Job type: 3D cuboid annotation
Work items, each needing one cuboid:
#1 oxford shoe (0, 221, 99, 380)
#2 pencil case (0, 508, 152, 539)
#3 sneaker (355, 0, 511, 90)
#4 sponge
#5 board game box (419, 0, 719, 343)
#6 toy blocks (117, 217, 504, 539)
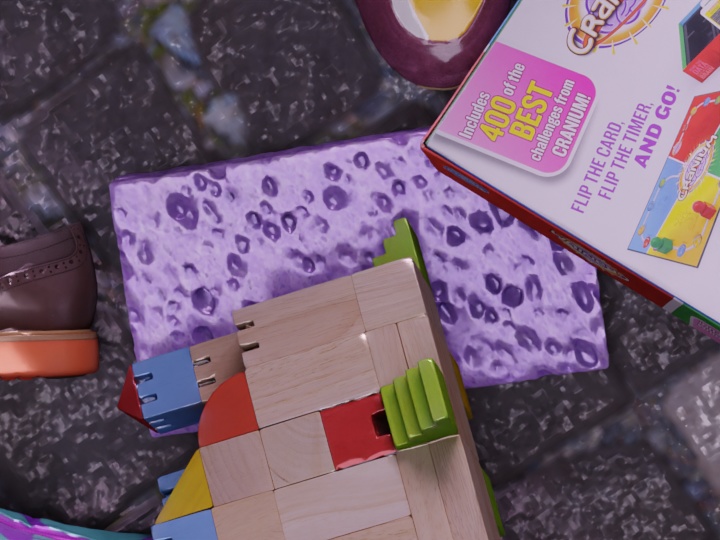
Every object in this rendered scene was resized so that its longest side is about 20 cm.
[{"bbox_3d":[-0.210,0.008,1.071,0.200,0.071,0.073,1,90,-11],"label":"oxford shoe"},{"bbox_3d":[-0.101,0.141,1.072,0.200,0.085,0.093,8,113,3],"label":"pencil case"},{"bbox_3d":[0.025,-0.171,1.020,0.075,0.090,0.200,-2,96,5],"label":"sneaker"},{"bbox_3d":[0.000,0.000,1.074,0.200,0.030,0.112,-9,97,5],"label":"sponge"},{"bbox_3d":[0.148,-0.057,1.005,0.200,0.040,0.153,33,85,17],"label":"board game box"},{"bbox_3d":[-0.021,0.090,1.005,0.137,0.100,0.200,-17,70,6],"label":"toy blocks"}]
